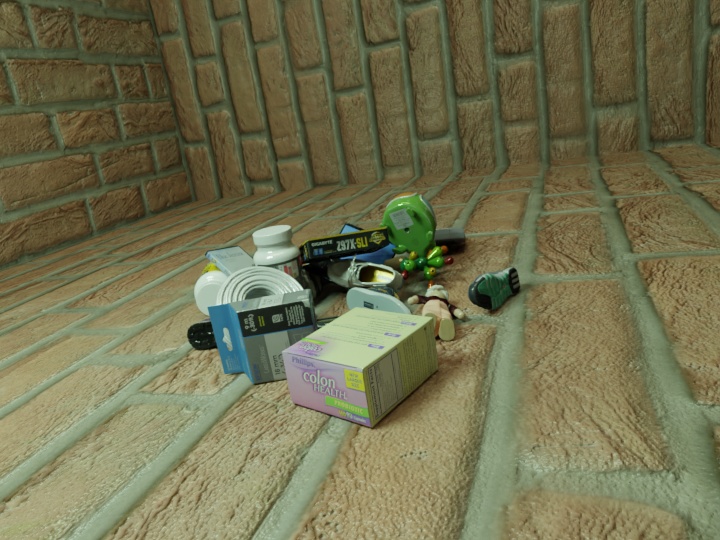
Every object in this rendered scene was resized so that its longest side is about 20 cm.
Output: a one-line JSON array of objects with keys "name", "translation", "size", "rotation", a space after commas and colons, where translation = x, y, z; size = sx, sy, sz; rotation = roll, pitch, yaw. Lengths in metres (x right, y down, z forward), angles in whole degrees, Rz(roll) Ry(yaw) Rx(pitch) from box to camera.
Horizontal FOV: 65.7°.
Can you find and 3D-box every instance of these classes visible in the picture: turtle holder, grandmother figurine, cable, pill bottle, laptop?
[{"name": "turtle holder", "translation": [0.146, -0.120, 1.451], "size": [0.141, 0.184, 0.133], "rotation": [-51, 9, 40]}, {"name": "grandmother figurine", "translation": [0.155, 0.080, 1.150], "size": [0.119, 0.061, 0.200], "rotation": [26, 17, 3]}, {"name": "cable", "translation": [-0.201, 0.084, 1.140], "size": [0.199, 0.070, 0.200], "rotation": [38, 49, 11]}, {"name": "pill bottle", "translation": [-0.193, 0.003, 1.338], "size": [0.113, 0.204, 0.116], "rotation": [-8, 16, 2]}, {"name": "laptop", "translation": [-0.022, -0.036, 1.441], "size": [0.175, 0.105, 0.199], "rotation": [23, 20, 21]}, {"name": "pill bottle", "translation": [-0.370, 0.045, 1.454], "size": [0.110, 0.115, 0.200], "rotation": [-10, 16, -4]}]

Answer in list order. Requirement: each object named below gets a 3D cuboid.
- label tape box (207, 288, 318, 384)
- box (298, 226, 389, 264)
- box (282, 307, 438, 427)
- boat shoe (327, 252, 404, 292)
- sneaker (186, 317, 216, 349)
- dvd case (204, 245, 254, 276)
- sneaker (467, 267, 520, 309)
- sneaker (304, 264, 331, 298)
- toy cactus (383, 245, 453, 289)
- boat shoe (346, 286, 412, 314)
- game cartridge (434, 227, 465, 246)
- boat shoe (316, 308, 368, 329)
[{"name": "label tape box", "translation": [-0.174, 0.126, 1.020], "size": [0.195, 0.147, 0.063], "rotation": [-10, 18, 0]}, {"name": "box", "translation": [-0.044, -0.058, 1.350], "size": [0.196, 0.051, 0.160], "rotation": [-10, 0, -13]}, {"name": "box", "translation": [0.004, 0.149, 0.926], "size": [0.173, 0.099, 0.199], "rotation": [4, 20, 39]}, {"name": "boat shoe", "translation": [-0.001, 0.005, 1.301], "size": [0.198, 0.076, 0.086], "rotation": [14, -15, 27]}, {"name": "sneaker", "translation": [-0.277, 0.120, 1.231], "size": [0.195, 0.078, 0.088], "rotation": [-5, 11, 15]}, {"name": "dvd case", "translation": [-0.293, 0.007, 1.453], "size": [0.199, 0.018, 0.142], "rotation": [40, 21, 13]}, {"name": "sneaker", "translation": [0.268, 0.043, 1.205], "size": [0.086, 0.076, 0.198], "rotation": [-8, 2, 41]}, {"name": "sneaker", "translation": [-0.105, 0.014, 1.473], "size": [0.086, 0.077, 0.200], "rotation": [-9, 17, 0]}, {"name": "toy cactus", "translation": [0.137, -0.006, 1.382], "size": [0.162, 0.105, 0.199], "rotation": [-3, 12, 31]}, {"name": "boat shoe", "translation": [0.062, 0.074, 1.191], "size": [0.090, 0.073, 0.199], "rotation": [-7, 19, -38]}, {"name": "game cartridge", "translation": [0.211, -0.094, 1.652], "size": [0.195, 0.042, 0.133], "rotation": [-6, -2, 12]}, {"name": "boat shoe", "translation": [-0.002, 0.107, 1.090], "size": [0.196, 0.062, 0.076], "rotation": [-14, 7, 8]}]
